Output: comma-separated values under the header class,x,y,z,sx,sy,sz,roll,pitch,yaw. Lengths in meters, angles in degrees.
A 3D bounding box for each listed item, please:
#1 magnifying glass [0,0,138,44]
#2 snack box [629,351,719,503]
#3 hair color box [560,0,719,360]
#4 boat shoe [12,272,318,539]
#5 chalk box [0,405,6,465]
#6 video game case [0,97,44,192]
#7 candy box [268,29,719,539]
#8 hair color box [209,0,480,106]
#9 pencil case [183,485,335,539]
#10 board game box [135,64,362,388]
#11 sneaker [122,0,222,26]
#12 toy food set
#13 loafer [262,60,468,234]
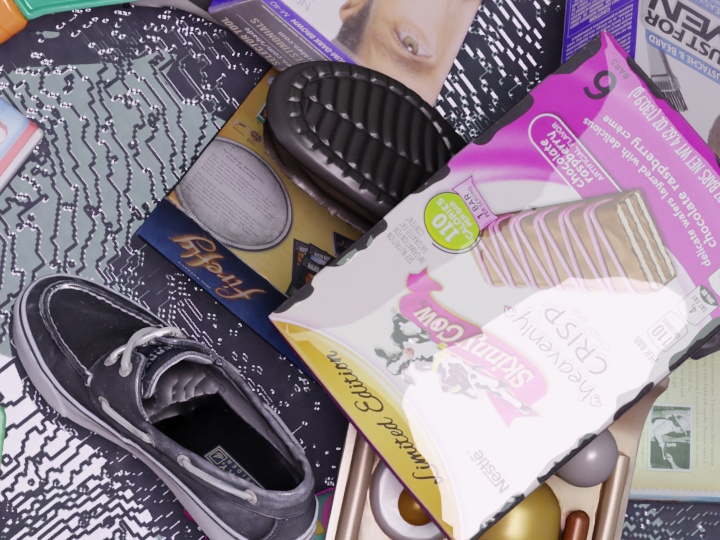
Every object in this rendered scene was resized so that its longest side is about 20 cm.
class,x,y,z,sx,sy,sz,roll,pitch,yaw
magnifying glass,-0.151,-0.143,1.125,0.199,0.022,0.080,-33,106,8
snack box,0.163,0.022,1.219,0.115,0.037,0.202,3,82,-13
hair color box,0.156,-0.070,1.150,0.109,0.065,0.201,26,58,-31
boat shoe,-0.095,0.058,1.105,0.072,0.068,0.200,-33,61,-27
chalk box,-0.266,0.081,1.058,0.198,0.124,0.125,7,83,-4
video game case,-0.279,-0.075,1.143,0.200,0.017,0.143,38,76,-6
candy box,0.076,0.010,1.024,0.200,0.061,0.137,-41,84,-2
hair color box,0.017,-0.183,1.161,0.109,0.065,0.201,37,66,-29
pencil case,0.017,0.138,1.150,0.198,0.088,0.089,-11,85,-15
board game box,0.000,0.000,1.152,0.200,0.035,0.136,40,42,-5
sneaker,-0.143,-0.163,1.167,0.199,0.074,0.080,25,101,-9
toy food set,0.057,0.132,1.065,0.142,0.060,0.202,13,84,-9
loafer,0.026,-0.028,1.114,0.199,0.071,0.073,32,53,-24
